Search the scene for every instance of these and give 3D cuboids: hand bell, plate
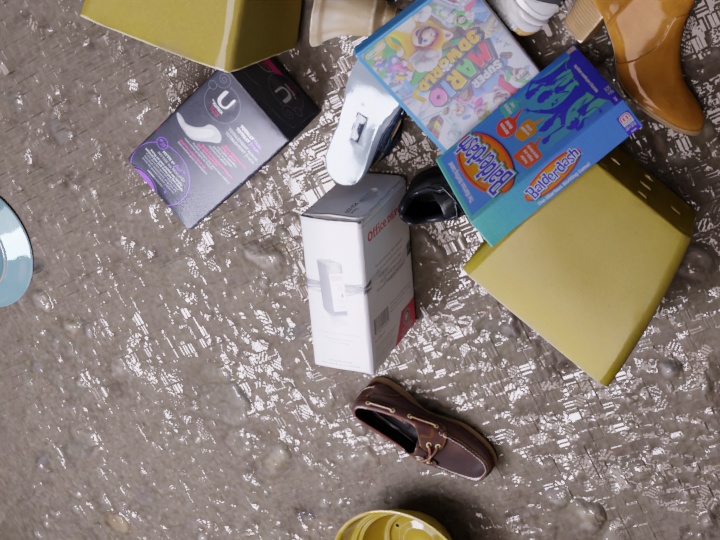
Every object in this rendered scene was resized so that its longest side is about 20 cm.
[{"bbox_3d":[0.050,-0.282,1.583,0.198,0.104,0.105,13,120,5],"label":"hand bell"},{"bbox_3d":[-0.559,-0.033,2.020,0.198,0.026,0.202,11,119,21],"label":"plate"}]

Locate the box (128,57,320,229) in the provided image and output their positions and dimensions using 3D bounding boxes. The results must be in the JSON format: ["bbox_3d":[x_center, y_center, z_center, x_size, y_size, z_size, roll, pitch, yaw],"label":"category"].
[{"bbox_3d":[-0.167,-0.165,1.718,0.200,0.106,0.122,-37,97,34],"label":"box"}]

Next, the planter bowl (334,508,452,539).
[{"bbox_3d":[0.067,0.387,1.897,0.199,0.083,0.202,11,118,21],"label":"planter bowl"}]

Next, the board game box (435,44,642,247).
[{"bbox_3d":[0.185,-0.135,1.498,0.200,0.152,0.045,-40,121,10],"label":"board game box"}]

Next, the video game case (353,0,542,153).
[{"bbox_3d":[0.106,-0.216,1.535,0.143,0.018,0.200,-35,129,15],"label":"video game case"}]

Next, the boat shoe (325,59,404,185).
[{"bbox_3d":[0.022,-0.195,1.622,0.071,0.091,0.201,34,126,9],"label":"boat shoe"}]

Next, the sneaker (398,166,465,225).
[{"bbox_3d":[0.130,-0.095,1.623,0.199,0.091,0.076,-25,101,31],"label":"sneaker"}]

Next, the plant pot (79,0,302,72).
[{"bbox_3d":[-0.168,-0.361,1.578,0.194,0.194,0.201,23,114,14],"label":"plant pot"}]

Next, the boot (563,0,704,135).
[{"bbox_3d":[0.319,-0.252,1.465,0.201,0.071,0.144,45,128,5],"label":"boot"}]

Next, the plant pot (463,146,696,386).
[{"bbox_3d":[0.258,-0.029,1.545,0.200,0.200,0.177,39,112,3],"label":"plant pot"}]

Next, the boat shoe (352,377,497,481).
[{"bbox_3d":[0.079,0.217,1.816,0.199,0.070,0.071,29,122,8],"label":"boat shoe"}]

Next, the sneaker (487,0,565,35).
[{"bbox_3d":[0.146,-0.351,1.505,0.200,0.076,0.088,45,119,-12],"label":"sneaker"}]

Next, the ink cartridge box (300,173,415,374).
[{"bbox_3d":[0.000,0.000,1.697,0.084,0.146,0.202,8,117,22],"label":"ink cartridge box"}]
